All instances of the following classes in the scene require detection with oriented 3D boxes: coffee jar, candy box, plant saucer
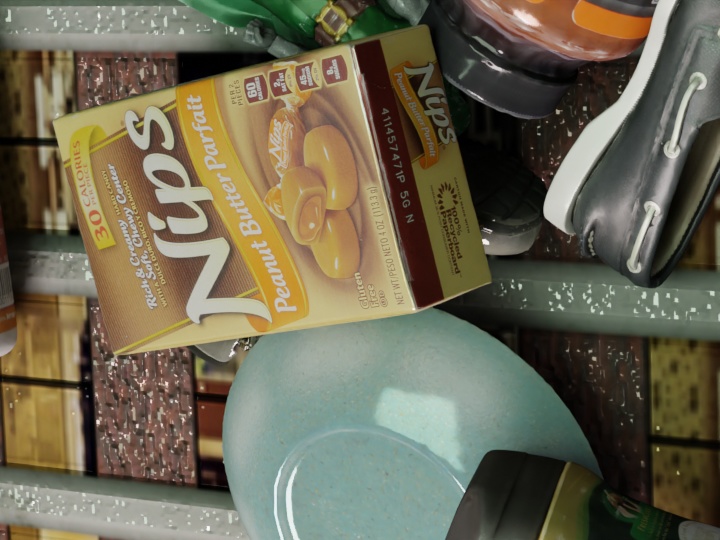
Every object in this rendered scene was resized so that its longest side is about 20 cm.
[{"bbox_3d":[0.128,0.151,1.111,0.200,0.085,0.104,18,110,8],"label":"coffee jar"},{"bbox_3d":[-0.043,-0.032,1.162,0.200,0.055,0.116,-10,96,44],"label":"candy box"},{"bbox_3d":[0.016,0.110,1.205,0.201,0.039,0.201,13,121,23],"label":"plant saucer"}]

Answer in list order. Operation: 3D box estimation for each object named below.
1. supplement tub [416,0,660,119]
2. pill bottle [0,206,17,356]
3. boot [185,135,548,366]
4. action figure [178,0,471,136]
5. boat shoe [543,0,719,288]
[{"bbox_3d":[0.099,-0.162,1.095,0.107,0.107,0.200,41,117,19],"label":"supplement tub"},{"bbox_3d":[-0.240,-0.050,1.325,0.112,0.112,0.200,-4,96,32],"label":"pill bottle"},{"bbox_3d":[0.000,0.000,1.221,0.200,0.068,0.131,16,114,35],"label":"boot"},{"bbox_3d":[-0.022,-0.131,1.212,0.200,0.055,0.118,42,115,14],"label":"action figure"},{"bbox_3d":[0.149,-0.081,1.103,0.060,0.076,0.200,41,129,20],"label":"boat shoe"}]
